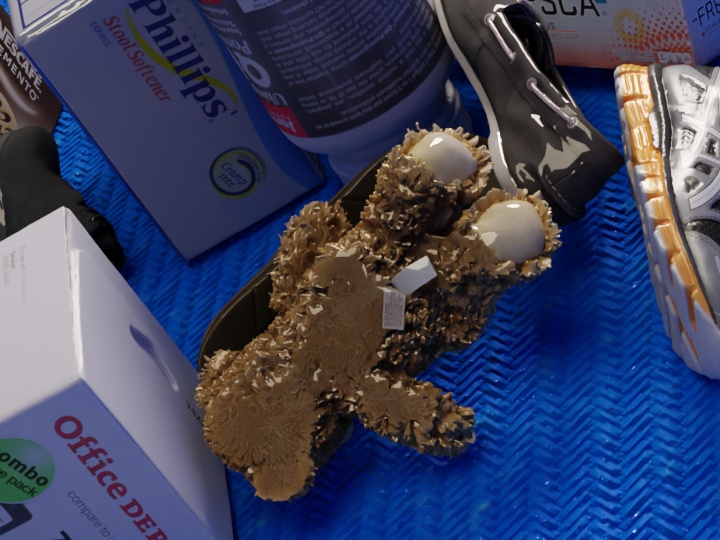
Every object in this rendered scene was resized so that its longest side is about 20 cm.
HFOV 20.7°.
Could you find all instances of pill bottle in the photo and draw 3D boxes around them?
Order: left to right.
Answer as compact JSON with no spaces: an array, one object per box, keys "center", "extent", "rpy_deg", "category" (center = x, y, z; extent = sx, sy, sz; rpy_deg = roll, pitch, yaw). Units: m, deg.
[{"center":[-0.016,-0.134,1.070],"extent":[0.111,0.200,0.111],"rpy_deg":[-22,36,17],"category":"pill bottle"}]

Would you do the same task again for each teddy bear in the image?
[{"center":[0.010,0.024,0.951],"extent":[0.145,0.067,0.200],"rpy_deg":[27,92,20],"category":"teddy bear"}]

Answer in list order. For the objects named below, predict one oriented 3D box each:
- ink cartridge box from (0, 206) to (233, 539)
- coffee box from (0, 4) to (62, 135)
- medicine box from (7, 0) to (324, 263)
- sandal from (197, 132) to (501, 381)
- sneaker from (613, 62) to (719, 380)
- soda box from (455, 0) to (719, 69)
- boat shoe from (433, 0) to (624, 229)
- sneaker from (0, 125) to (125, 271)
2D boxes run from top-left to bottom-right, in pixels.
[{"center":[-0.186,0.100,0.976],"extent":[0.200,0.147,0.146],"rpy_deg":[-29,35,9],"category":"ink cartridge box"},{"center":[-0.276,-0.082,1.295],"extent":[0.080,0.113,0.200],"rpy_deg":[-16,39,24],"category":"coffee box"},{"center":[-0.124,-0.139,1.178],"extent":[0.103,0.182,0.200],"rpy_deg":[-31,35,6],"category":"medicine box"},{"center":[0.000,0.000,1.024],"extent":[0.200,0.082,0.055],"rpy_deg":[-42,9,-3],"category":"sandal"},{"center":[0.167,-0.033,0.917],"extent":[0.077,0.078,0.200],"rpy_deg":[-8,45,5],"category":"sneaker"},{"center":[0.117,-0.156,1.094],"extent":[0.200,0.068,0.064],"rpy_deg":[9,37,44],"category":"soda box"},{"center":[0.089,-0.099,1.021],"extent":[0.057,0.067,0.200],"rpy_deg":[-37,40,20],"category":"boat shoe"},{"center":[-0.186,-0.017,1.195],"extent":[0.091,0.076,0.200],"rpy_deg":[-16,45,9],"category":"sneaker"}]
